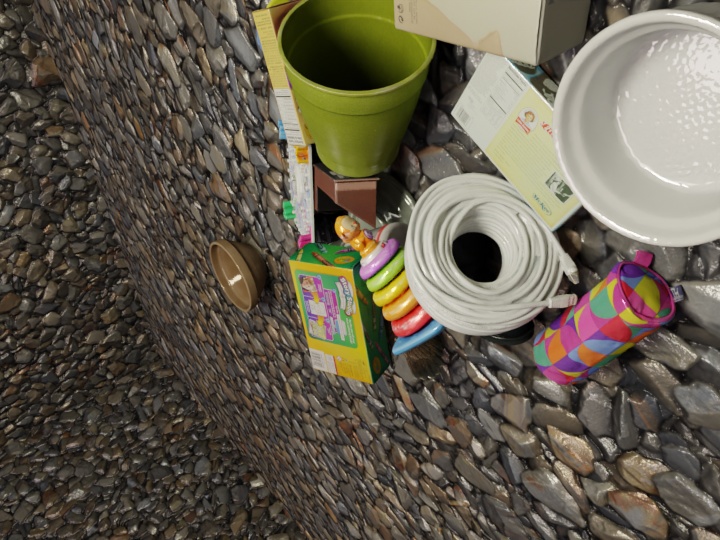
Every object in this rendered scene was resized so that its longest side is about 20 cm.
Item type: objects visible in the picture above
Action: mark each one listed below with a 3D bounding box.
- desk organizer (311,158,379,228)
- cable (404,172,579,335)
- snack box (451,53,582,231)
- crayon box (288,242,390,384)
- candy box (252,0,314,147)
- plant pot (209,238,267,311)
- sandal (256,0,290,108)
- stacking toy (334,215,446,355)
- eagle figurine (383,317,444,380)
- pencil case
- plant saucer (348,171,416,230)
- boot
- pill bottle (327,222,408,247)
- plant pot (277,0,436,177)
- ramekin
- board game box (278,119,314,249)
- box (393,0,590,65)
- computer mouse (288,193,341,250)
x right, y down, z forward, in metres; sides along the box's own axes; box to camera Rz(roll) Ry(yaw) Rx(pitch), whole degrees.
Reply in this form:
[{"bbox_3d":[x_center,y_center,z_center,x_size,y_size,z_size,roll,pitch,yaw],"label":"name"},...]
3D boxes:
[{"bbox_3d":[-0.034,-0.129,0.945,0.200,0.070,0.079,-132,40,-64],"label":"desk organizer"},{"bbox_3d":[0.150,-0.021,0.723,0.069,0.196,0.203,103,150,-73],"label":"cable"},{"bbox_3d":[0.201,-0.158,0.681,0.201,0.037,0.117,53,150,12],"label":"snack box"},{"bbox_3d":[-0.029,0.065,0.879,0.117,0.058,0.203,9,122,32],"label":"crayon box"},{"bbox_3d":[-0.080,-0.310,0.901,0.056,0.116,0.203,20,132,48],"label":"candy box"},{"bbox_3d":[-0.311,-0.001,1.540,0.200,0.092,0.204,37,142,35],"label":"plant pot"},{"bbox_3d":[-0.127,-0.348,0.988,0.087,0.078,0.204,16,121,54],"label":"sandal"},{"bbox_3d":[0.039,0.001,0.782,0.200,0.116,0.109,47,131,-8],"label":"stacking toy"},{"bbox_3d":[0.046,0.101,1.024,0.198,0.151,0.153,19,132,47],"label":"eagle figurine"},{"bbox_3d":[0.289,0.067,0.701,0.089,0.088,0.201,50,146,16],"label":"pencil case"},{"bbox_3d":[0.033,-0.070,1.001,0.199,0.050,0.203,38,144,34],"label":"plant saucer"},{"bbox_3d":[0.165,-0.006,0.826,0.200,0.076,0.170,39,148,43],"label":"boot"},{"bbox_3d":[0.000,0.000,0.937,0.198,0.114,0.116,-15,104,41],"label":"pill bottle"},{"bbox_3d":[-0.003,-0.239,0.796,0.200,0.199,0.194,45,159,24],"label":"plant pot"},{"bbox_3d":[0.283,-0.133,0.517,0.200,0.097,0.203,38,144,34],"label":"ramekin"},{"bbox_3d":[-0.119,-0.159,1.065,0.200,0.025,0.204,-125,31,-59],"label":"board game box"},{"bbox_3d":[0.134,-0.290,0.616,0.199,0.094,0.079,35,143,38],"label":"box"},{"bbox_3d":[-0.077,-0.106,1.152,0.199,0.045,0.143,-4,100,58],"label":"computer mouse"}]
